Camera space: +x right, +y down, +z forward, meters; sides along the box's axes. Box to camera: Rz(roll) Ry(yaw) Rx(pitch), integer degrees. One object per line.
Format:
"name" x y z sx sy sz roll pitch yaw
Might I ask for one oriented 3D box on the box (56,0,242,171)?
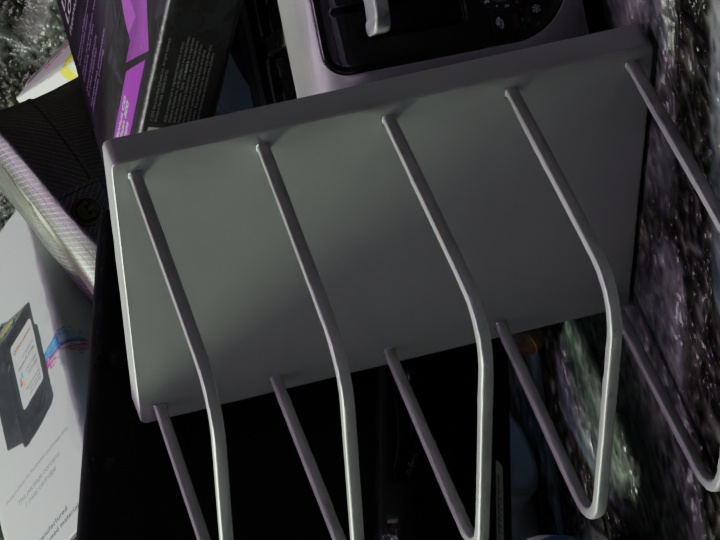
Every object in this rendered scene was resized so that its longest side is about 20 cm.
"box" -0.093 -0.133 1.080 0.200 0.036 0.144 -110 29 -50

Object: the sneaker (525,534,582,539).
"sneaker" 0.092 0.206 1.106 0.082 0.073 0.201 -137 46 -68

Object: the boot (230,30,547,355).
"boot" 0.039 -0.062 1.150 0.200 0.097 0.075 49 163 5

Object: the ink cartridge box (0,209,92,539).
"ink cartridge box" -0.108 0.076 1.267 0.083 0.145 0.201 -50 41 30

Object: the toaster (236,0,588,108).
"toaster" 0.009 -0.145 1.038 0.200 0.118 0.182 176 83 -81

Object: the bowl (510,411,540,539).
"bowl" 0.021 0.097 1.216 0.201 0.090 0.201 39 -156 -20

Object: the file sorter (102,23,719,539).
"file sorter" 0.024 0.022 0.907 0.139 0.199 0.125 89 164 -47

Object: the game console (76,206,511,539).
"game console" -0.020 0.084 1.028 0.176 0.116 0.201 48 -143 -53

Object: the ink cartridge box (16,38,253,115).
"ink cartridge box" -0.072 -0.124 1.279 0.083 0.145 0.200 47 158 -12

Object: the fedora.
"fedora" -0.099 -0.028 1.161 0.200 0.090 0.177 50 172 25
